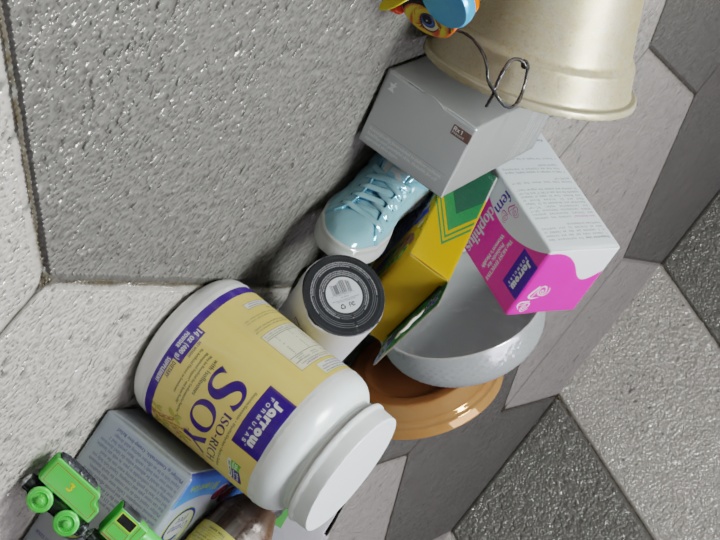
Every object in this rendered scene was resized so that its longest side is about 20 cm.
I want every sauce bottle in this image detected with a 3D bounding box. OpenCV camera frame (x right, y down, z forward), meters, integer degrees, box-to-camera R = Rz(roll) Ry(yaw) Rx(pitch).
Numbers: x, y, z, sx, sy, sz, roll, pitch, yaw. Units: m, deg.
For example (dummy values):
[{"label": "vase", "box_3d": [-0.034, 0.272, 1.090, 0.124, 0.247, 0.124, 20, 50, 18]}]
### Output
[{"label": "sauce bottle", "box_3d": [-0.124, 0.252, 1.379, 0.200, 0.065, 0.065, -47, 163, -19]}]

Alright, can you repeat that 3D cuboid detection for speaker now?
[{"label": "speaker", "box_3d": [-0.044, 0.057, 1.445, 0.081, 0.081, 0.200, -44, 177, -27]}]

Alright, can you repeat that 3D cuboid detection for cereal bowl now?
[{"label": "cereal bowl", "box_3d": [0.120, 0.069, 1.778, 0.200, 0.200, 0.084, -42, 135, -33]}]

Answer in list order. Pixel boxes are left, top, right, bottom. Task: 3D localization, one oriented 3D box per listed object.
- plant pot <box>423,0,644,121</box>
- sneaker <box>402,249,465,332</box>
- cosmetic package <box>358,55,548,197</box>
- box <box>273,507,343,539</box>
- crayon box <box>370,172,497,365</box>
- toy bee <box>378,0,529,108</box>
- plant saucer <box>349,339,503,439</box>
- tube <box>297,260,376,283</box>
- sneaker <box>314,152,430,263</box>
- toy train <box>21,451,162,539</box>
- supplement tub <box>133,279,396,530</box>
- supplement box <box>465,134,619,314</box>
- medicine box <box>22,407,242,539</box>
[{"label": "plant pot", "box_3d": [0.175, -0.257, 1.341, 0.200, 0.200, 0.184, -27, 138, -56]}, {"label": "sneaker", "box_3d": [0.059, -0.015, 1.720, 0.200, 0.074, 0.087, -56, 147, 1]}, {"label": "cosmetic package", "box_3d": [0.099, -0.152, 1.452, 0.200, 0.107, 0.090, -29, 151, -50]}, {"label": "box", "box_3d": [-0.072, 0.249, 1.724, 0.200, 0.097, 0.177, -60, -176, 24]}, {"label": "crayon box", "box_3d": [0.058, -0.015, 1.522, 0.126, 0.052, 0.200, -46, -168, 45]}, {"label": "toy bee", "box_3d": [0.060, -0.228, 1.234, 0.131, 0.109, 0.201, -25, 124, -42]}, {"label": "plant saucer", "box_3d": [0.071, 0.124, 1.829, 0.200, 0.200, 0.038, -42, 131, -33]}, {"label": "tube", "box_3d": [0.000, 0.000, 1.599, 0.058, 0.052, 0.200, -18, -175, 27]}, {"label": "sneaker", "box_3d": [0.020, -0.081, 1.453, 0.200, 0.074, 0.082, -51, 167, -51]}, {"label": "toy train", "box_3d": [-0.200, 0.231, 1.285, 0.056, 0.200, 0.042, -47, -168, -5]}, {"label": "supplement tub", "box_3d": [-0.083, 0.118, 1.337, 0.145, 0.200, 0.146, -47, 162, -20]}, {"label": "supplement box", "box_3d": [0.166, -0.061, 1.605, 0.103, 0.200, 0.101, -4, 140, -37]}, {"label": "medicine box", "box_3d": [-0.207, 0.232, 1.408, 0.200, 0.103, 0.182, -56, 163, 8]}]
